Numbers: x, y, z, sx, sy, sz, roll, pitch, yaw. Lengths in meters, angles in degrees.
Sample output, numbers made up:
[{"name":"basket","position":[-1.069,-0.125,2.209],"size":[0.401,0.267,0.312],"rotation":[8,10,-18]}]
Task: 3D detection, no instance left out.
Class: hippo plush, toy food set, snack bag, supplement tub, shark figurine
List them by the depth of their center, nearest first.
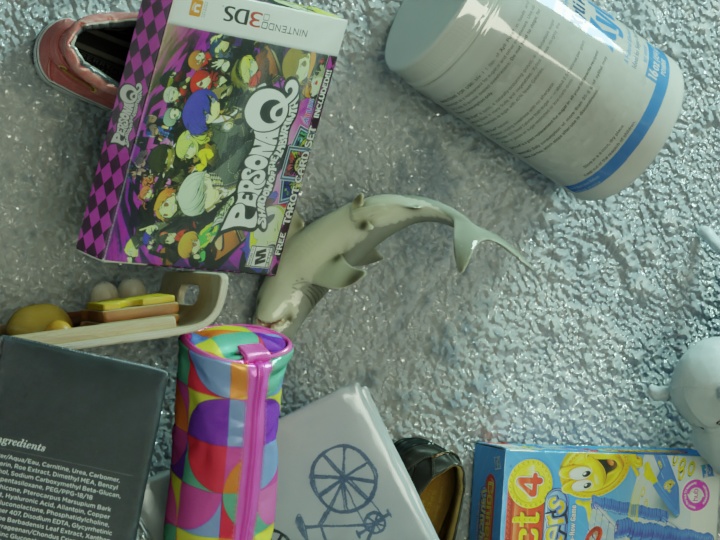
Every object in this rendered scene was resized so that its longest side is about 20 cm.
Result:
[{"name":"toy food set","position":[-0.205,0.020,1.605],"size":[0.199,0.143,0.061],"rotation":[-8,94,-22]},{"name":"snack bag","position":[-0.049,0.203,1.697],"size":[0.199,0.021,0.189],"rotation":[-25,101,7]},{"name":"shark figurine","position":[0.013,-0.018,1.722],"size":[0.089,0.214,0.129],"rotation":[32,42,-57]},{"name":"supplement tub","position":[0.134,-0.154,1.751],"size":[0.200,0.132,0.132],"rotation":[32,79,-21]},{"name":"hippo plush","position":[0.325,0.077,1.801],"size":[0.161,0.159,0.201],"rotation":[-37,108,-42]}]

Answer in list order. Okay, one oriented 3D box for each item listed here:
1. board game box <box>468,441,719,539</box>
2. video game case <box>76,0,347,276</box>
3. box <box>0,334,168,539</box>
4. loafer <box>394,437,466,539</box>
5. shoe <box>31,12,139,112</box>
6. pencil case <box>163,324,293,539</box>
[{"name":"board game box","position":[0.182,0.239,1.821],"size":[0.195,0.056,0.201],"rotation":[3,90,-23]},{"name":"video game case","position":[-0.103,-0.099,1.632],"size":[0.181,0.036,0.201],"rotation":[6,104,-50]},{"name":"box","position":[-0.208,0.175,1.523],"size":[0.117,0.197,0.201],"rotation":[12,68,-7]},{"name":"loafer","position":[0.032,0.228,1.749],"size":[0.073,0.072,0.201],"rotation":[12,88,-24]},{"name":"shoe","position":[-0.133,-0.133,1.660],"size":[0.199,0.091,0.072],"rotation":[18,85,-22]},{"name":"pencil case","position":[-0.093,0.138,1.618],"size":[0.088,0.088,0.201],"rotation":[-4,106,-23]}]
